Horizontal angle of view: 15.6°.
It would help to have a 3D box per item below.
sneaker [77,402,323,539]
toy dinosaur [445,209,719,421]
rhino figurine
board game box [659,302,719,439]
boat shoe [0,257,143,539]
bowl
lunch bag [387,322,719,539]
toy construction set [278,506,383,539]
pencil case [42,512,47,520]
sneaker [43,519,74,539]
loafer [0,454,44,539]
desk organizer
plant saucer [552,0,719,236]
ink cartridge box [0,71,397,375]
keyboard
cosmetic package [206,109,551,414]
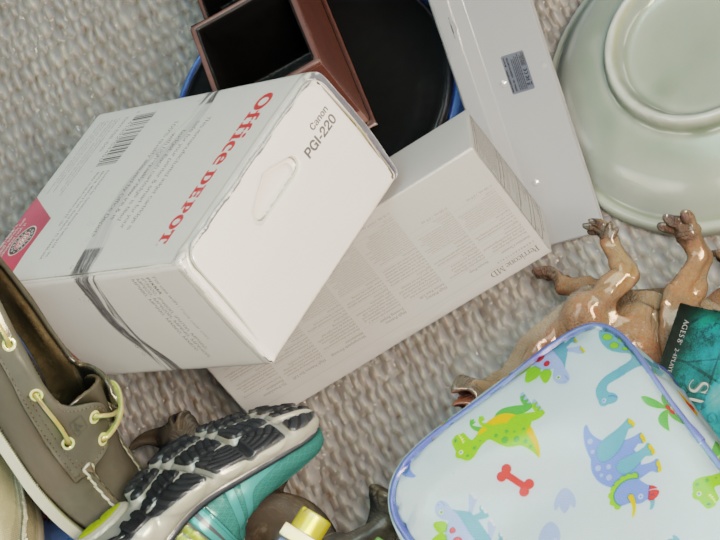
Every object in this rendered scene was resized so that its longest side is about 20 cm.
[{"bbox_3d":[-0.095,0.147,1.393,0.200,0.080,0.077,-43,22,-11],"label":"sneaker"},{"bbox_3d":[0.150,0.048,1.391,0.199,0.086,0.136,-4,69,11],"label":"toy dinosaur"},{"bbox_3d":[-0.060,0.132,1.456,0.200,0.060,0.088,24,86,35],"label":"rhino figurine"},{"bbox_3d":[0.189,0.125,1.291,0.135,0.028,0.201,13,76,30],"label":"board game box"},{"bbox_3d":[-0.165,0.073,1.413,0.060,0.202,0.072,-33,19,18],"label":"boat shoe"},{"bbox_3d":[-0.021,-0.092,1.562,0.200,0.039,0.201,-10,62,20],"label":"bowl"},{"bbox_3d":[0.115,0.139,1.256,0.161,0.082,0.200,-39,59,6],"label":"lunch bag"},{"bbox_3d":[0.042,0.206,1.329,0.092,0.131,0.200,-45,56,-1],"label":"toy construction set"},{"bbox_3d":[-0.235,0.163,1.510,0.083,0.087,0.201,25,76,10],"label":"pencil case"},{"bbox_3d":[-0.128,0.213,1.442,0.200,0.070,0.078,33,81,34],"label":"sneaker"},{"bbox_3d":[-0.226,0.097,1.449,0.075,0.068,0.201,-19,65,7],"label":"loafer"},{"bbox_3d":[-0.065,-0.162,1.546,0.072,0.077,0.201,-28,57,10],"label":"desk organizer"},{"bbox_3d":[0.193,-0.118,1.469,0.199,0.050,0.201,-11,62,21],"label":"plant saucer"},{"bbox_3d":[-0.097,-0.022,1.434,0.200,0.085,0.146,-8,41,50],"label":"ink cartridge box"},{"bbox_3d":[0.081,-0.108,1.463,0.056,0.011,0.201,-17,102,11],"label":"keyboard"},{"bbox_3d":[0.000,0.000,1.463,0.200,0.083,0.051,-31,26,15],"label":"cosmetic package"}]
